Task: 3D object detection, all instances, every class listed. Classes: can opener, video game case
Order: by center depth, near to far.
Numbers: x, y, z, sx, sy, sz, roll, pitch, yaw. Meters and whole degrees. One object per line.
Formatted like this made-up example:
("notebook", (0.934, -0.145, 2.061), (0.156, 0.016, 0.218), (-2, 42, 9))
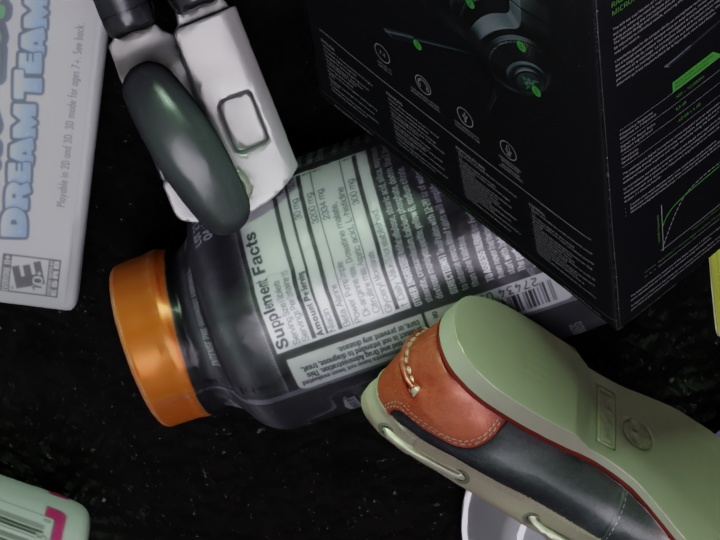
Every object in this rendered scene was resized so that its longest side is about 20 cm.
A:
("can opener", (-0.080, -0.111, 0.985), (0.053, 0.067, 0.201), (-22, 98, 0))
("video game case", (-0.195, -0.088, 1.050), (0.181, 0.024, 0.201), (7, 112, -5))

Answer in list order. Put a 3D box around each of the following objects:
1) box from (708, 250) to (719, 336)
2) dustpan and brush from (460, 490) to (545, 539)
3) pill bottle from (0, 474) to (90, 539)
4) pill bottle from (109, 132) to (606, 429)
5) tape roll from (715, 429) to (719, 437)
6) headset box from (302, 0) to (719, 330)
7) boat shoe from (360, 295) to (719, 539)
("box", (0.241, 0.009, 1.019), (0.199, 0.075, 0.050), (12, 121, 36))
("dustpan and brush", (0.080, 0.094, 1.128), (0.140, 0.057, 0.200), (-46, 114, 4))
("pill bottle", (-0.225, 0.120, 1.091), (0.199, 0.114, 0.114), (22, 111, -10))
("pill bottle", (0.000, 0.000, 1.050), (0.199, 0.106, 0.107), (-19, 113, 7))
("tape roll", (0.223, 0.146, 1.117), (0.199, 0.066, 0.202), (-5, 111, -13))
("headset box", (0.059, -0.110, 0.913), (0.093, 0.174, 0.201), (-37, 144, -20))
("boat shoe", (0.092, 0.084, 1.010), (0.199, 0.071, 0.063), (34, 125, -20))
